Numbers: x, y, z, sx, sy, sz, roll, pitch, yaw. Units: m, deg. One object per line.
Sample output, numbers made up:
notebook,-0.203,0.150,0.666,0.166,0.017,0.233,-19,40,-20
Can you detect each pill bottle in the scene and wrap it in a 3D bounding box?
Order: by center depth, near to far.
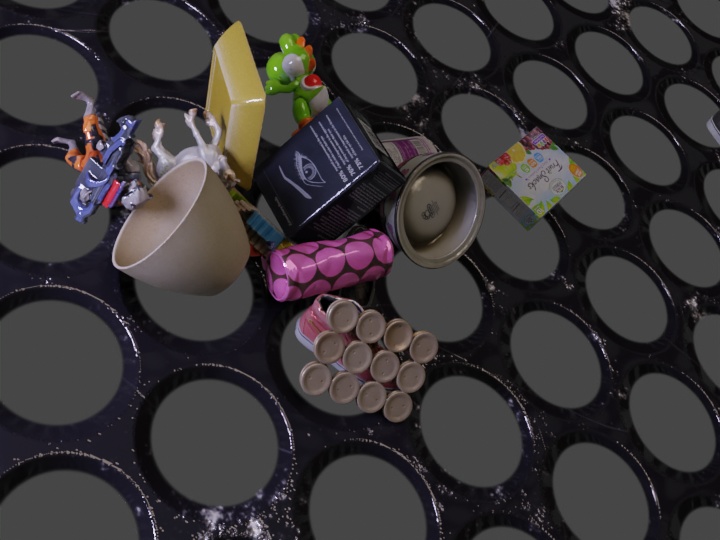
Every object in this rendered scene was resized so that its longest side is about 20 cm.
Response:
pill bottle,0.034,-0.171,1.807,0.198,0.112,0.113,-11,63,-34

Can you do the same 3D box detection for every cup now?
cup,-0.248,-0.043,1.530,0.143,0.199,0.202,42,43,-29

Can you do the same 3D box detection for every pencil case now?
pencil case,-0.051,-0.014,1.605,0.198,0.092,0.093,-10,18,-28

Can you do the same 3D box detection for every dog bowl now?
dog bowl,0.118,-0.109,1.771,0.199,0.202,0.074,-12,22,-34

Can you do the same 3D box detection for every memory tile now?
memory tile,0.015,0.137,1.565,0.199,0.017,0.155,22,92,-25

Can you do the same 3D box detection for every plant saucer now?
plant saucer,-0.209,-0.265,1.670,0.048,0.201,0.201,-4,50,-19

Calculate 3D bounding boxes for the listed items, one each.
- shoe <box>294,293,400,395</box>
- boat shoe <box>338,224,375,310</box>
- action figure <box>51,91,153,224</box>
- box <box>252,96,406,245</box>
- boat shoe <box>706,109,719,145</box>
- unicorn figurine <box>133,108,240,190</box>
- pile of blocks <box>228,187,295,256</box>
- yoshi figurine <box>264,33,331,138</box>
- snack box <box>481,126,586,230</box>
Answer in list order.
shoe,-0.002,0.115,1.597,0.199,0.091,0.072,33,48,-4
boat shoe,0.000,0.000,1.702,0.068,0.057,0.202,17,51,-17
action figure,-0.371,-0.177,1.551,0.194,0.200,0.104,54,30,14
box,-0.053,-0.150,1.666,0.104,0.199,0.149,26,29,-59
boat shoe,0.882,-0.288,2.386,0.070,0.064,0.201,-24,71,-38
unicorn figurine,-0.260,-0.180,1.620,0.074,0.199,0.139,-7,83,-56
pile of blocks,-0.179,-0.067,1.642,0.200,0.062,0.082,43,3,8
yoshi figurine,-0.113,-0.323,1.866,0.111,0.112,0.202,-19,79,6
snack box,0.336,-0.182,2.019,0.142,0.053,0.200,46,49,6
